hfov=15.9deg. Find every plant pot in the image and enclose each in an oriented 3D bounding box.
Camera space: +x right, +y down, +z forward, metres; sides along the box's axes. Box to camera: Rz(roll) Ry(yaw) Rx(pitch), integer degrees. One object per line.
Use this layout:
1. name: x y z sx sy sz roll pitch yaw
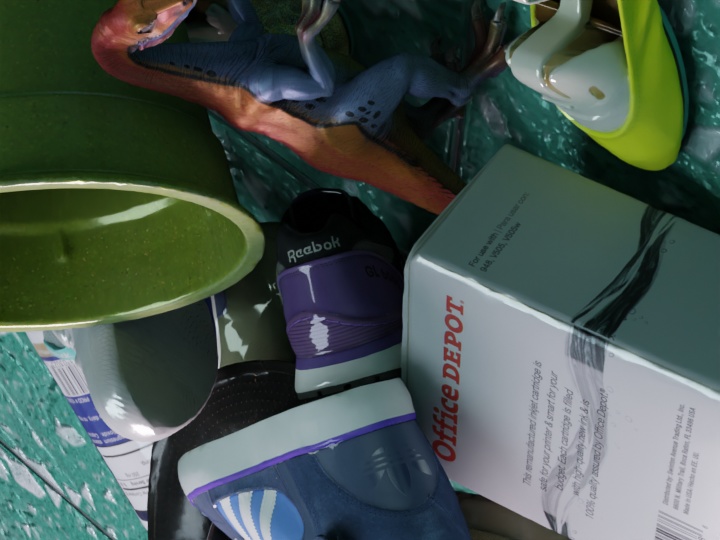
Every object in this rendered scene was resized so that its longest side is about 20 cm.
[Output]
1. plant pot: -0.150 -0.092 1.168 0.200 0.200 0.190 141 128 -60

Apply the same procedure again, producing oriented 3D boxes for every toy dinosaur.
1. toy dinosaur: -0.023 -0.077 1.097 0.105 0.181 0.200 -11 93 63

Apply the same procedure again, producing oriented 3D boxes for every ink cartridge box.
1. ink cartridge box: 0.122 0.052 1.101 0.200 0.083 0.147 25 143 19

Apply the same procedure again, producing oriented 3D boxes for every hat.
1. hat: -0.021 0.142 1.301 0.200 0.081 0.201 3 95 37

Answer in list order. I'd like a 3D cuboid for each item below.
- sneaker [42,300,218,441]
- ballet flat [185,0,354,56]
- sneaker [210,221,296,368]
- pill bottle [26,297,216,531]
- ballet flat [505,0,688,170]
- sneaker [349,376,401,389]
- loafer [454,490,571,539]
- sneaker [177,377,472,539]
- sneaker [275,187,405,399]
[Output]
1. sneaker: -0.128 0.026 1.312 0.088 0.200 0.075 -37 124 21
2. ballet flat: -0.087 -0.113 1.264 0.200 0.071 0.071 12 132 49
3. sneaker: -0.032 0.062 1.369 0.090 0.067 0.200 7 122 38
4. pill bottle: -0.093 0.082 1.440 0.111 0.111 0.200 -8 115 57
5. ballet flat: 0.085 -0.111 1.028 0.067 0.067 0.200 26 141 37
6. sneaker: 0.070 0.092 1.267 0.200 0.070 0.076 26 147 40
7. loafer: 0.096 0.163 1.230 0.200 0.067 0.076 30 167 -35
8. sneaker: -0.012 0.136 1.164 0.200 0.081 0.147 -30 77 62
9. sneaker: 0.000 0.000 1.219 0.200 0.076 0.088 -59 -47 -84
